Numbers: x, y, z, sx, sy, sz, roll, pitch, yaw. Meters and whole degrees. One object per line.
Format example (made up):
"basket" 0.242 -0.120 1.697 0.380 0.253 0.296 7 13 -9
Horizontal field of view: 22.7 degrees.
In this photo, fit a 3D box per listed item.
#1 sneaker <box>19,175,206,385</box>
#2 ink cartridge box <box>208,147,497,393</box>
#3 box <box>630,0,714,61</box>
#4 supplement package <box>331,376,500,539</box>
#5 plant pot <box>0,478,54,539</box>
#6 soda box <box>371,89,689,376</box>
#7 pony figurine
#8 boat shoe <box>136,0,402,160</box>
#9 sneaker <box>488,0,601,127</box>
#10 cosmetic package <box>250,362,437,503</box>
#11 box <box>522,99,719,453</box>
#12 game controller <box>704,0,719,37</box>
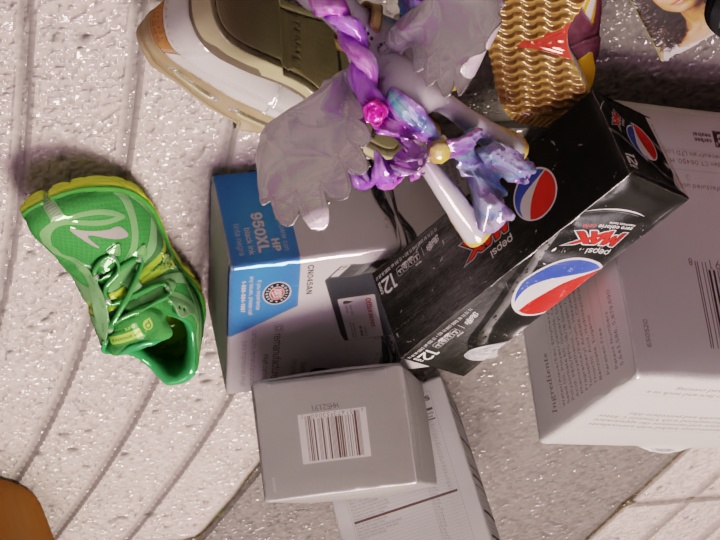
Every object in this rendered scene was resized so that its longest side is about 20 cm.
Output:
"sneaker" -0.152 0.008 1.184 0.074 0.084 0.200 -24 141 12
"ink cartridge box" 0.000 0.000 1.225 0.199 0.085 0.145 -7 142 -11
"box" 0.171 -0.211 1.051 0.075 0.050 0.200 -27 140 14
"supplement package" 0.047 0.200 1.379 0.113 0.201 0.110 -18 161 4
"plant pot" -0.298 0.269 1.376 0.199 0.184 0.201 -10 141 -8
"soda box" 0.102 -0.019 1.108 0.063 0.071 0.200 17 133 -43
"pony figurine" 0.019 -0.101 1.006 0.166 0.193 0.200 -38 131 12
"boat shoe" -0.050 -0.119 1.081 0.068 0.075 0.200 -15 149 34
"sneaker" 0.104 -0.173 1.045 0.074 0.091 0.200 3 148 8
"cosmetic package" -0.007 0.117 1.245 0.106 0.091 0.200 -8 175 3
"box" 0.217 0.006 1.194 0.198 0.201 0.131 4 155 -24
"game controller" 0.286 -0.212 1.061 0.200 0.042 0.104 -52 152 16
